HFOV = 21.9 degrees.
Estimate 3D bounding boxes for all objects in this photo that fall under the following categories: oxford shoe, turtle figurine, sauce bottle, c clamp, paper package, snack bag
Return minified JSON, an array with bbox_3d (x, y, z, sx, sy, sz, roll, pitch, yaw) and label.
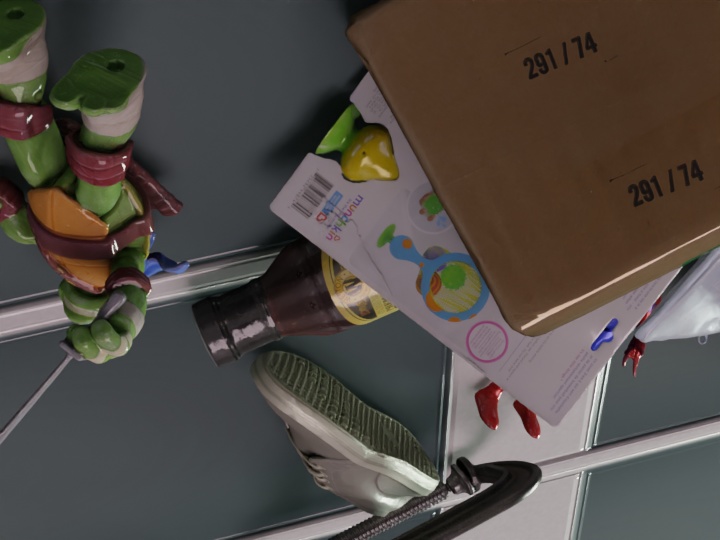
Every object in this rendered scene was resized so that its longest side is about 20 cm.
[{"bbox_3d":[-0.016,0.111,1.197,0.058,0.075,0.200,-36,143,11],"label":"oxford shoe"},{"bbox_3d":[-0.171,-0.020,0.927,0.199,0.144,0.194,-12,135,-19],"label":"turtle figurine"},{"bbox_3d":[0.000,0.000,1.088,0.200,0.066,0.066,-26,140,1],"label":"sauce bottle"},{"bbox_3d":[0.023,0.171,1.267,0.200,0.027,0.171,-25,-175,-10],"label":"c clamp"},{"bbox_3d":[0.123,-0.088,0.946,0.200,0.191,0.103,-29,179,6],"label":"paper package"},{"bbox_3d":[0.275,-0.022,1.186,0.200,0.021,0.189,-5,142,-47],"label":"snack bag"}]

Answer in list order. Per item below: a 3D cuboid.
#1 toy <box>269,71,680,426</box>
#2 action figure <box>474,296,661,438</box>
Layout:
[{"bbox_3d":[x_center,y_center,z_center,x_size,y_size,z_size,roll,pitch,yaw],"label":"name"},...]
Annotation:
[{"bbox_3d":[0.063,-0.021,1.033,0.200,0.047,0.115,37,98,-2],"label":"toy"},{"bbox_3d":[0.156,0.034,1.214,0.065,0.052,0.200,18,123,-33],"label":"action figure"}]
